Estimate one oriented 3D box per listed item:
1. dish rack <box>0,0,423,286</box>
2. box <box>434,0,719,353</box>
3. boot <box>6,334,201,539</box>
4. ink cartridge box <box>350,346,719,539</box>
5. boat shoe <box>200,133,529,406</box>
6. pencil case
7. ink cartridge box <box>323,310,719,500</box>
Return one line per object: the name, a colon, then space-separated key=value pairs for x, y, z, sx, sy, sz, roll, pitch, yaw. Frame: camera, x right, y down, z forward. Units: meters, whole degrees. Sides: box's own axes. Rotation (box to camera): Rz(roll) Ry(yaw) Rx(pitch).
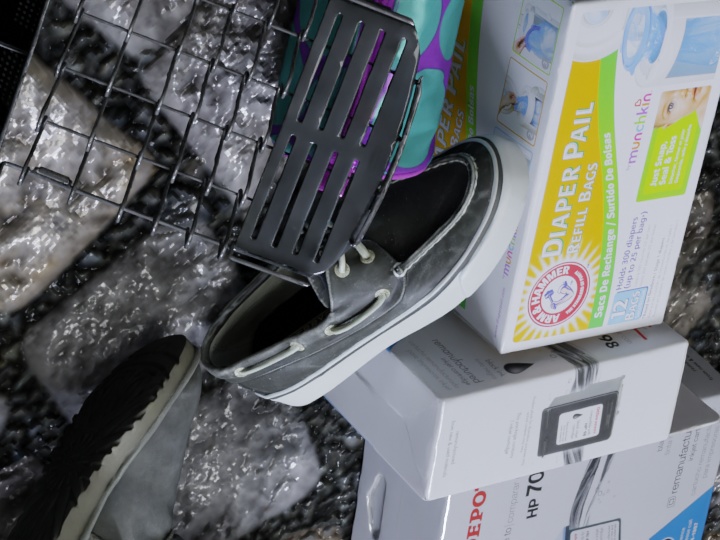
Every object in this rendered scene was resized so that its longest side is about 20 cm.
dish rack: x=-0.078 y=-0.076 z=1.006 sx=0.200 sy=0.055 sz=0.154 roll=20 pitch=112 yaw=-6
box: x=0.105 y=-0.071 z=1.163 sx=0.112 sy=0.101 sz=0.200 roll=-10 pitch=124 yaw=-30
boot: x=-0.079 y=0.158 z=1.149 sx=0.200 sy=0.073 sz=0.182 roll=41 pitch=67 yaw=-25
ink cartridge box: x=0.105 y=0.127 z=1.310 sx=0.200 sy=0.086 sz=0.147 roll=-13 pitch=126 yaw=-30
boat shoe: x=0.000 y=0.000 z=1.126 sx=0.064 sy=0.071 sz=0.200 roll=20 pitch=128 yaw=-43
pencil case: x=0.013 y=-0.141 z=1.056 sx=0.085 sy=0.092 sz=0.200 roll=14 pitch=119 yaw=2
ink cartridge box: x=0.093 y=0.048 z=1.227 sx=0.200 sy=0.116 sz=0.067 roll=-12 pitch=124 yaw=-30
